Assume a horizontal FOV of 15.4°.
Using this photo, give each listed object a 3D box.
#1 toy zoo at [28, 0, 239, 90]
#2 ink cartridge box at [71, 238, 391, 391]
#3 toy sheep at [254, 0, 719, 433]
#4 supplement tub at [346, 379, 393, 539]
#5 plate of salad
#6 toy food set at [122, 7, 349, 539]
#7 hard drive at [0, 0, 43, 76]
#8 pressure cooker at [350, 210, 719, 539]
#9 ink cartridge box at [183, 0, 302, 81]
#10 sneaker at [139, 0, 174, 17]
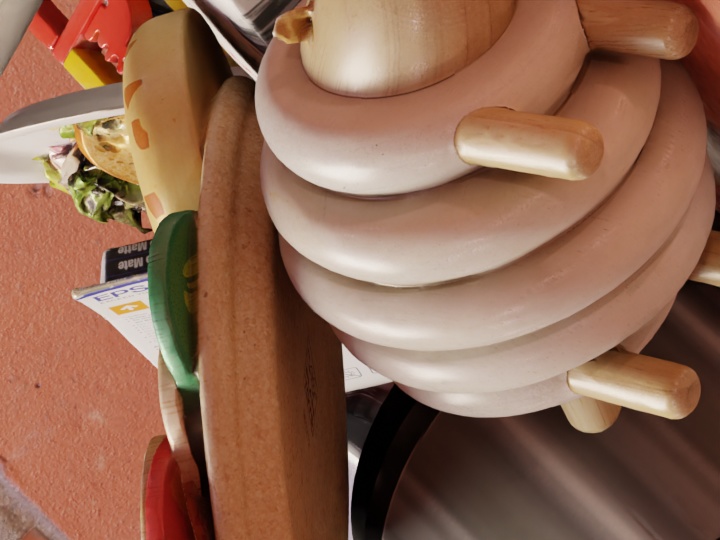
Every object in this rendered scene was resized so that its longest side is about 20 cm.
[{"bbox_3d":[-0.094,-0.143,1.123,0.020,0.132,0.200,2,-142,-52],"label":"toy zoo"},{"bbox_3d":[0.000,0.000,1.096,0.200,0.198,0.041,54,-155,-68],"label":"ink cartridge box"},{"bbox_3d":[0.040,-0.022,0.746,0.138,0.137,0.201,44,161,51],"label":"toy sheep"},{"bbox_3d":[0.039,0.069,1.257,0.107,0.107,0.200,46,-140,10],"label":"supplement tub"},{"bbox_3d":[-0.063,-0.042,1.022,0.200,0.198,0.048,86,175,-86],"label":"plate of salad"},{"bbox_3d":[-0.038,0.037,0.820,0.201,0.048,0.199,79,-171,-52],"label":"toy food set"},{"bbox_3d":[-0.135,-0.078,0.909,0.026,0.201,0.132,27,147,-5],"label":"hard drive"},{"bbox_3d":[0.095,0.084,0.891,0.200,0.176,0.179,43,173,42],"label":"pressure cooker"},{"bbox_3d":[-0.033,-0.125,0.823,0.200,0.084,0.146,48,178,-40],"label":"ink cartridge box"},{"bbox_3d":[-0.044,-0.112,1.153,0.079,0.089,0.200,48,178,-42],"label":"sneaker"}]
